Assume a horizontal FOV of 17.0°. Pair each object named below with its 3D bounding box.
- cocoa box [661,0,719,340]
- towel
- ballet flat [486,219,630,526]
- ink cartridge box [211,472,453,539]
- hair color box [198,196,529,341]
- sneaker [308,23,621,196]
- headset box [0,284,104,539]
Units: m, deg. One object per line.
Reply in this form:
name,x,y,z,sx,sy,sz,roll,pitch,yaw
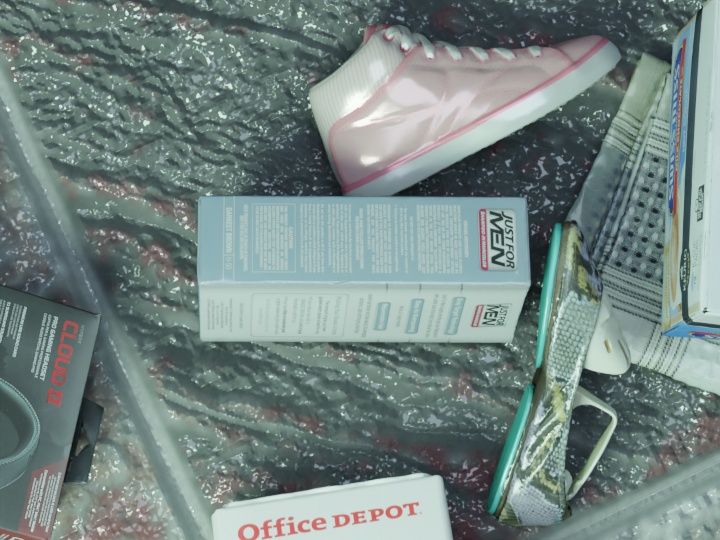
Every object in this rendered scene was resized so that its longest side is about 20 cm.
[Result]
cocoa box,0.262,-0.058,1.475,0.133,0.131,0.201,4,83,-4
towel,0.232,-0.019,1.545,0.199,0.035,0.193,22,84,0
ballet flat,0.132,0.068,1.499,0.072,0.072,0.201,12,106,-2
ink cartridge box,-0.005,0.237,1.450,0.144,0.084,0.201,-9,63,0
hair color box,0.000,0.000,1.487,0.199,0.099,0.061,1,68,-3
sneaker,0.060,-0.126,1.525,0.200,0.075,0.105,-27,92,-1
headset box,-0.255,0.080,1.454,0.199,0.077,0.149,19,69,-18
